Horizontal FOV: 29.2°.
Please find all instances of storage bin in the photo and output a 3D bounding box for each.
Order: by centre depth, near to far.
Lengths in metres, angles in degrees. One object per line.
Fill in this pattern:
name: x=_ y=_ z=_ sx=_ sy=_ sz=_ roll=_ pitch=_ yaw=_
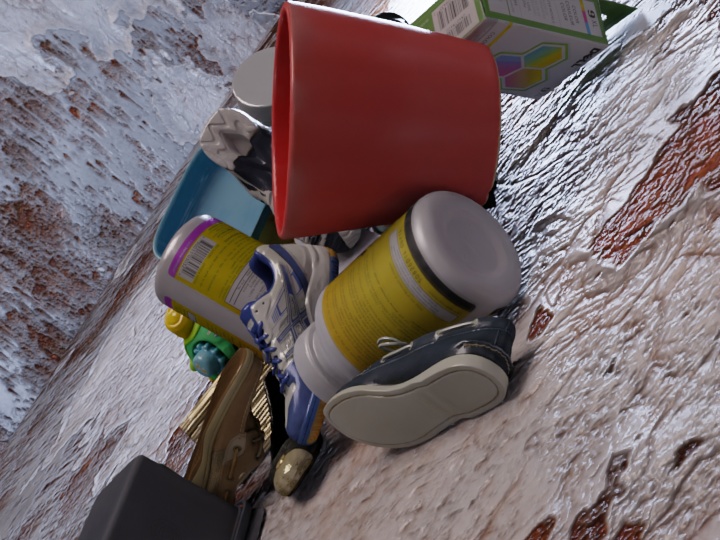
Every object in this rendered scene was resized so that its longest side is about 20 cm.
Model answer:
storage bin: x=-0.194 y=0.275 z=1.261 sx=0.146 sy=0.134 sz=0.200 roll=-45 pitch=16 yaw=30

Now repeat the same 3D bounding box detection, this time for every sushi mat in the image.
sushi mat: x=-0.099 y=0.118 z=1.434 sx=0.200 sy=0.096 sz=0.012 roll=-52 pitch=-18 yaw=5

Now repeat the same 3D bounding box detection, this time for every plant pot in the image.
plant pot: x=0.018 y=-0.124 z=1.175 sx=0.200 sy=0.177 sz=0.201 roll=180 pitch=90 yaw=-81

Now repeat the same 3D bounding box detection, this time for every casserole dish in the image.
casserole dish: x=-0.153 y=-0.069 z=1.546 sx=0.121 sy=0.039 sz=0.200 roll=7 pitch=60 yaw=25

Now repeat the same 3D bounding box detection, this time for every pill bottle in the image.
pill bottle: x=0.032 y=0.032 z=1.154 sx=0.200 sy=0.112 sz=0.112 roll=-42 pitch=18 yaw=35
pill bottle: x=-0.100 y=0.031 z=1.383 sx=0.104 sy=0.200 sz=0.104 roll=-53 pitch=-18 yaw=-26
pill bottle: x=-0.081 y=-0.171 z=1.685 sx=0.114 sy=0.200 sz=0.114 roll=-8 pitch=54 yaw=12

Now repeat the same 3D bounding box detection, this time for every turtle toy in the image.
turtle toy: x=-0.108 y=0.065 z=1.509 sx=0.200 sy=0.146 sz=0.101 roll=-32 pitch=57 yaw=19

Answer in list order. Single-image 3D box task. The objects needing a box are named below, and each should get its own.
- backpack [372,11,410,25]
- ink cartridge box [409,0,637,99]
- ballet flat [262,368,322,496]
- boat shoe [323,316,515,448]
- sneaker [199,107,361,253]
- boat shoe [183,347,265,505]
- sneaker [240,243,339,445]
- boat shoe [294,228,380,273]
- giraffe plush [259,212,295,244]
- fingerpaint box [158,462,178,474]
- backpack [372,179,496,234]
backpack: x=0.006 y=-0.174 z=1.542 sx=0.200 sy=0.178 sz=0.151 roll=-37 pitch=21 yaw=12
ink cartridge box: x=0.157 y=-0.212 z=1.277 sx=0.104 sy=0.200 sz=0.059 roll=-36 pitch=57 yaw=49
ballet flat: x=-0.072 y=0.155 z=1.309 sx=0.066 sy=0.057 sz=0.200 roll=-51 pitch=15 yaw=13
boat shoe: x=0.045 y=0.084 z=1.071 sx=0.200 sy=0.075 sz=0.062 roll=-33 pitch=26 yaw=50
sneaker: x=-0.071 y=-0.091 z=1.453 sx=0.080 sy=0.199 sz=0.130 roll=-58 pitch=-11 yaw=7
boat shoe: x=-0.122 y=0.162 z=1.334 sx=0.071 sy=0.064 sz=0.200 roll=-85 pitch=15 yaw=-59
sneaker: x=-0.070 y=0.066 z=1.269 sx=0.075 sy=0.088 sz=0.200 roll=116 pitch=158 yaw=-55
boat shoe: x=0.000 y=0.000 z=1.430 sx=0.072 sy=0.068 sz=0.200 roll=-48 pitch=35 yaw=-6
giraffe plush: x=-0.091 y=-0.023 z=1.606 sx=0.162 sy=0.200 sz=0.173 roll=4 pitch=63 yaw=45
fingerpaint box: x=-0.268 y=0.324 z=1.500 sx=0.167 sy=0.073 sz=0.200 roll=-34 pitch=24 yaw=53
backpack: x=0.042 y=-0.113 z=1.359 sx=0.127 sy=0.167 sz=0.200 roll=-22 pitch=-2 yaw=-6
